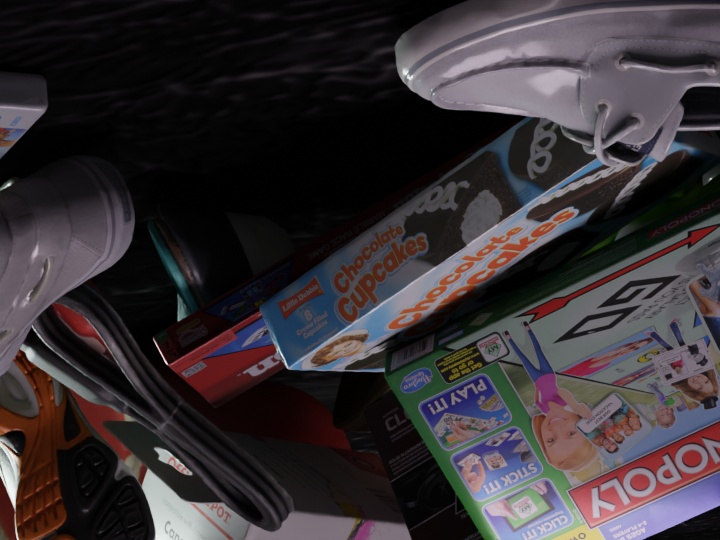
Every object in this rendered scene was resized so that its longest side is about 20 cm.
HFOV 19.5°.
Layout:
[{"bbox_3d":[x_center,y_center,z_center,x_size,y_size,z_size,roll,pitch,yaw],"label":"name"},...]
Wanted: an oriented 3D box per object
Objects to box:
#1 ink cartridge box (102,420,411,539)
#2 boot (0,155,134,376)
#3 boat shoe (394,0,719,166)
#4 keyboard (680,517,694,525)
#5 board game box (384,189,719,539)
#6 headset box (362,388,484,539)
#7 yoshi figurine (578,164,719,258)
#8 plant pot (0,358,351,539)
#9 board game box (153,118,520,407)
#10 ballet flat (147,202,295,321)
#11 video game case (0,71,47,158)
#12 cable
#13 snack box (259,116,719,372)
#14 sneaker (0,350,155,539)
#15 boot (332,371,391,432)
[{"bbox_3d":[-0.049,0.144,1.187,0.199,0.068,0.116,12,-168,-36],"label":"ink cartridge box"},{"bbox_3d":[-0.194,0.010,0.972,0.095,0.074,0.200,-17,164,-46],"label":"boot"},{"bbox_3d":[0.115,-0.077,0.850,0.199,0.069,0.072,-4,163,-12],"label":"boat shoe"},{"bbox_3d":[0.196,0.057,1.113,0.104,0.040,0.200,0,-145,44],"label":"keyboard"},{"bbox_3d":[0.130,0.055,0.976,0.199,0.135,0.029,-27,-162,15],"label":"board game box"},{"bbox_3d":[0.088,0.144,1.123,0.077,0.201,0.149,-30,146,15],"label":"headset box"},{"bbox_3d":[0.162,-0.010,1.036,0.112,0.113,0.200,15,147,-30],"label":"yoshi figurine"},{"bbox_3d":[-0.129,0.143,1.312,0.200,0.202,0.177,-18,149,34],"label":"plant pot"},{"bbox_3d":[0.000,0.000,1.022,0.199,0.020,0.103,-31,163,0],"label":"board game box"},{"bbox_3d":[-0.065,0.005,1.073,0.073,0.074,0.200,-7,160,-1],"label":"ballet flat"},{"bbox_3d":[-0.235,-0.045,0.905,0.142,0.018,0.200,3,161,-29],"label":"video game case"},{"bbox_3d":[-0.104,0.052,1.055,0.199,0.050,0.097,35,150,-7],"label":"cable"},{"bbox_3d":[0.062,-0.017,0.967,0.200,0.037,0.116,-35,161,23],"label":"snack box"},{"bbox_3d":[-0.170,0.107,1.169,0.075,0.201,0.092,-25,176,-8],"label":"sneaker"},{"bbox_3d":[0.080,0.066,1.256,0.155,0.073,0.200,18,150,-17],"label":"boot"}]
